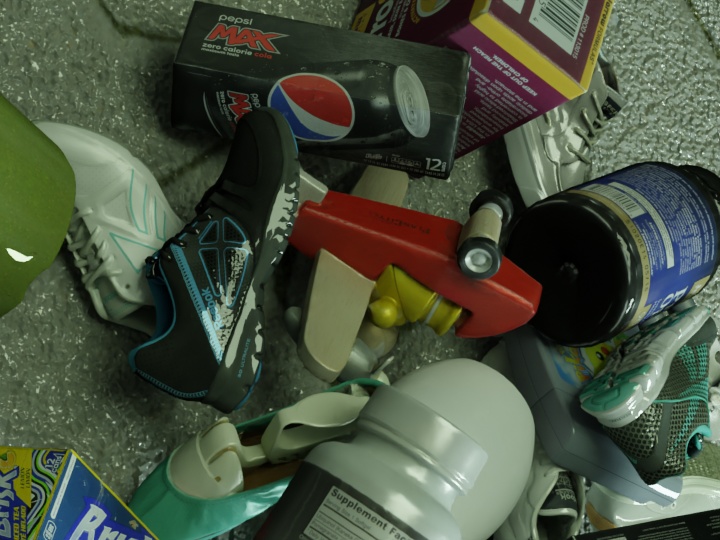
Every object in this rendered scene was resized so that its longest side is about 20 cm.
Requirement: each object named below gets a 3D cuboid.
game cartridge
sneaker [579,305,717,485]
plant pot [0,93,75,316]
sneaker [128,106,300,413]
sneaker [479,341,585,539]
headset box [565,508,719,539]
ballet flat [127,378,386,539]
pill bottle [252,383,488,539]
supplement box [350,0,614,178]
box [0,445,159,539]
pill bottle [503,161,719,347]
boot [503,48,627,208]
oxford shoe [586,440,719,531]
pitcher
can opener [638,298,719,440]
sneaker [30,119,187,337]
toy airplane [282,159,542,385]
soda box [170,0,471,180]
[{"bbox_3d":[0.166,0.075,1.517,0.133,0.041,0.201,23,36,-29],"label":"game cartridge"},{"bbox_3d":[0.221,0.092,1.477,0.092,0.077,0.200,60,32,-5],"label":"sneaker"},{"bbox_3d":[-0.274,-0.061,1.191,0.189,0.199,0.202,33,55,-40],"label":"plant pot"},{"bbox_3d":[-0.091,-0.015,1.294,0.081,0.073,0.202,15,72,-14],"label":"sneaker"},{"bbox_3d":[0.129,0.142,1.486,0.076,0.080,0.202,12,62,-31],"label":"sneaker"},{"bbox_3d":[0.166,0.256,1.402,0.173,0.200,0.093,-3,59,-40],"label":"headset box"},{"bbox_3d":[-0.062,0.114,1.299,0.198,0.071,0.068,-19,48,-9],"label":"ballet flat"},{"bbox_3d":[-0.008,0.174,1.230,0.110,0.111,0.201,37,80,-22],"label":"pill bottle"},{"bbox_3d":[0.081,-0.172,1.483,0.103,0.199,0.132,34,56,-23],"label":"supplement box"},{"bbox_3d":[-0.158,0.181,1.197,0.200,0.064,0.071,57,42,-48],"label":"box"},{"bbox_3d":[0.201,-0.019,1.513,0.199,0.111,0.113,-20,87,-51],"label":"pill bottle"},{"bbox_3d":[0.163,-0.111,1.583,0.073,0.095,0.202,7,65,-72],"label":"boot"},{"bbox_3d":[0.240,0.171,1.583,0.199,0.075,0.058,-3,120,-47],"label":"oxford shoe"},{"bbox_3d":[0.041,0.174,1.394,0.200,0.121,0.173,-47,129,-33],"label":"pitcher"},{"bbox_3d":[0.250,0.048,1.640,0.052,0.066,0.201,-31,93,-4],"label":"can opener"},{"bbox_3d":[-0.156,-0.018,1.326,0.200,0.070,0.081,43,55,-19],"label":"sneaker"},{"bbox_3d":[0.000,0.000,1.414,0.199,0.142,0.199,-15,43,-33],"label":"toy airplane"},{"bbox_3d":[-0.027,-0.124,1.398,0.198,0.064,0.071,10,48,2],"label":"soda box"}]
